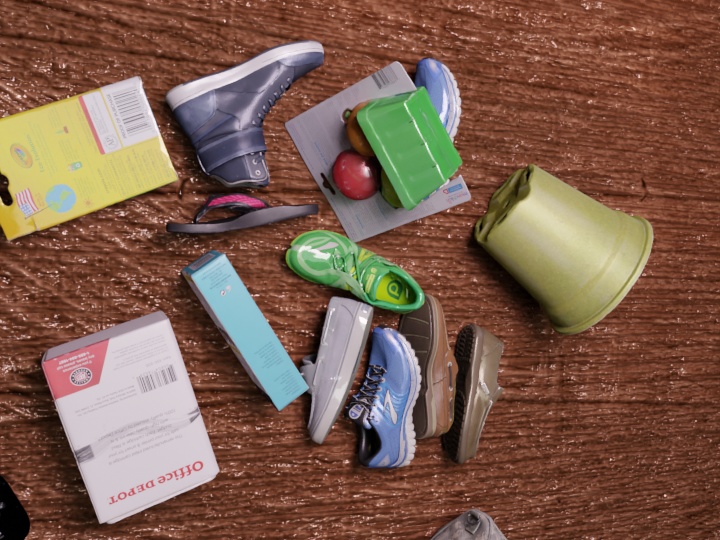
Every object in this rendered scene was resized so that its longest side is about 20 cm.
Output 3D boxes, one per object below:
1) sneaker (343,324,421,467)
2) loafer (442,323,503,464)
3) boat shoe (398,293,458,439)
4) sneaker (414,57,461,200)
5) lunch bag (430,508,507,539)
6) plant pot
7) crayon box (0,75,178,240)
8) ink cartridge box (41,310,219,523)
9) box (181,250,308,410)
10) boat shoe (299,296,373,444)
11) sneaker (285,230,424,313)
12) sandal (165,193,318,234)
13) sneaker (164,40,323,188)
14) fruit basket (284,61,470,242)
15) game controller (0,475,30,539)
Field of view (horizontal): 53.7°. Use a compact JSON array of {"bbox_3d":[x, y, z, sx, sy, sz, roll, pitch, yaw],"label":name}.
[{"bbox_3d":[0.028,0.175,0.962,0.088,0.078,0.203,-4,97,-33],"label":"sneaker"},{"bbox_3d":[0.168,0.181,1.027,0.067,0.076,0.203,10,91,-16],"label":"loafer"},{"bbox_3d":[0.099,0.132,1.004,0.067,0.072,0.203,0,94,-39],"label":"boat shoe"},{"bbox_3d":[0.076,-0.182,0.947,0.088,0.078,0.203,4,94,-25],"label":"sneaker"},{"bbox_3d":[0.172,0.464,1.020,0.168,0.139,0.201,-42,109,-13],"label":"lunch bag"},{"bbox_3d":[0.268,-0.044,1.001,0.183,0.200,0.201,34,82,-9],"label":"plant pot"},{"bbox_3d":[-0.326,-0.129,0.810,0.198,0.051,0.128,-23,103,-19],"label":"crayon box"},{"bbox_3d":[-0.270,0.169,0.842,0.145,0.083,0.202,-19,101,-19],"label":"ink cartridge box"},{"bbox_3d":[-0.144,0.073,0.886,0.049,0.082,0.201,-35,107,-16],"label":"box"},{"bbox_3d":[-0.043,0.129,0.944,0.071,0.070,0.203,20,102,9],"label":"boat shoe"},{"bbox_3d":[0.000,0.000,0.933,0.198,0.084,0.075,21,86,-14],"label":"sneaker"},{"bbox_3d":[-0.146,-0.077,0.879,0.198,0.075,0.046,-13,103,-28],"label":"sandal"},{"bbox_3d":[-0.115,-0.183,0.869,0.201,0.077,0.147,-26,93,-8],"label":"sneaker"},{"bbox_3d":[0.020,-0.141,0.889,0.094,0.199,0.186,-44,110,-41],"label":"fruit basket"},{"bbox_3d":[-0.480,0.307,0.792,0.199,0.042,0.105,-27,104,-17],"label":"game controller"}]
